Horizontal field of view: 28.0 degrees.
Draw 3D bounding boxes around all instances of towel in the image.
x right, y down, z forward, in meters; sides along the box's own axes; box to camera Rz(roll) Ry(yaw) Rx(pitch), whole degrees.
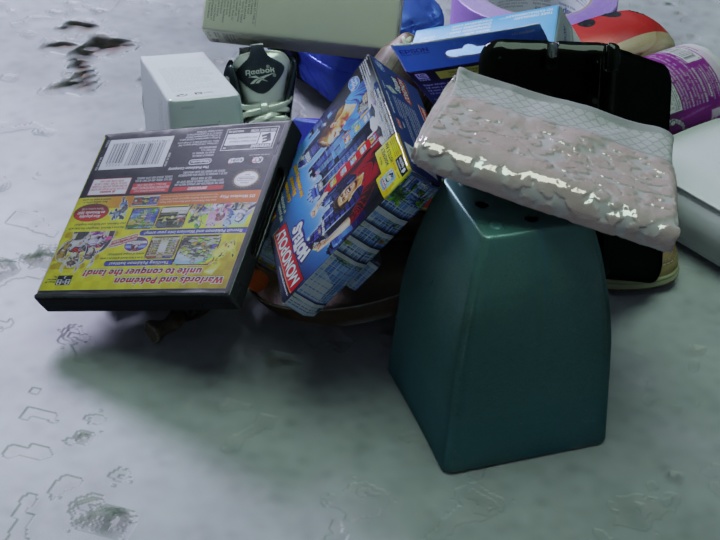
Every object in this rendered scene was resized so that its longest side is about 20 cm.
[{"bbox_3d":[0.148,-0.091,1.110,0.200,0.032,0.191,18,28,3],"label":"towel"}]

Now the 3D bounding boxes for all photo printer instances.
[{"bbox_3d":[0.375,-0.068,1.407,0.166,0.070,0.200,-22,41,-31],"label":"photo printer"}]

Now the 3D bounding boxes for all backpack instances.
[{"bbox_3d":[-0.005,-0.274,1.599,0.162,0.168,0.200,-21,45,-20],"label":"backpack"}]

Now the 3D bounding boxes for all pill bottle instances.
[{"bbox_3d":[0.285,-0.160,1.497,0.200,0.112,0.112,-22,41,-31],"label":"pill bottle"}]

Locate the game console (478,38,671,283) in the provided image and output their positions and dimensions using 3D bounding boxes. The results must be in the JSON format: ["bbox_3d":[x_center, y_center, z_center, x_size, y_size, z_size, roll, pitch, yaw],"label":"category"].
[{"bbox_3d":[0.188,-0.093,1.274,0.176,0.200,0.116,3,-2,6],"label":"game console"}]

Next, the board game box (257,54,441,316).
[{"bbox_3d":[-0.022,-0.048,1.184,0.062,0.200,0.200,33,23,-27],"label":"board game box"}]

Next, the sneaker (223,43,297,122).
[{"bbox_3d":[-0.099,-0.156,1.449,0.079,0.130,0.199,-4,35,-7],"label":"sneaker"}]

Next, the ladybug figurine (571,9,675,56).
[{"bbox_3d":[0.255,-0.236,1.589,0.200,0.072,0.136,-20,-4,-24],"label":"ladybug figurine"}]

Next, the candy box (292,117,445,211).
[{"bbox_3d":[0.029,-0.099,1.354,0.169,0.077,0.200,7,5,8],"label":"candy box"}]

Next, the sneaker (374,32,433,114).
[{"bbox_3d":[0.057,-0.186,1.457,0.070,0.076,0.200,35,7,11],"label":"sneaker"}]

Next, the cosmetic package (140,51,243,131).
[{"bbox_3d":[-0.167,-0.146,1.420,0.074,0.102,0.200,-6,23,-13],"label":"cosmetic package"}]

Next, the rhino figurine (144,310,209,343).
[{"bbox_3d":[-0.197,-0.012,1.298,0.087,0.060,0.200,-25,42,-28],"label":"rhino figurine"}]

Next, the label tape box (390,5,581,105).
[{"bbox_3d":[0.130,-0.196,1.355,0.143,0.200,0.066,-6,67,23],"label":"label tape box"}]

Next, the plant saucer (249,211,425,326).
[{"bbox_3d":[0.000,0.000,1.280,0.200,0.032,0.200,-10,24,4],"label":"plant saucer"}]

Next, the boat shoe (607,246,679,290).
[{"bbox_3d":[0.201,-0.033,1.347,0.200,0.066,0.074,10,34,7],"label":"boat shoe"}]

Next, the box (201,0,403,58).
[{"bbox_3d":[-0.057,-0.266,1.473,0.200,0.082,0.068,8,-3,1],"label":"box"}]

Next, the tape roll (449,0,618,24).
[{"bbox_3d":[0.209,-0.309,1.748,0.200,0.066,0.200,2,35,-2],"label":"tape roll"}]

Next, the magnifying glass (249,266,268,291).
[{"bbox_3d":[-0.142,-0.033,1.313,0.080,0.022,0.200,34,4,-43],"label":"magnifying glass"}]

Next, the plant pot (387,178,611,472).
[{"bbox_3d":[0.115,0.028,1.138,0.141,0.200,0.141,-8,36,-16],"label":"plant pot"}]

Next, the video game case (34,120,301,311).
[{"bbox_3d":[-0.163,-0.046,1.230,0.200,0.026,0.181,-1,55,28],"label":"video game case"}]
